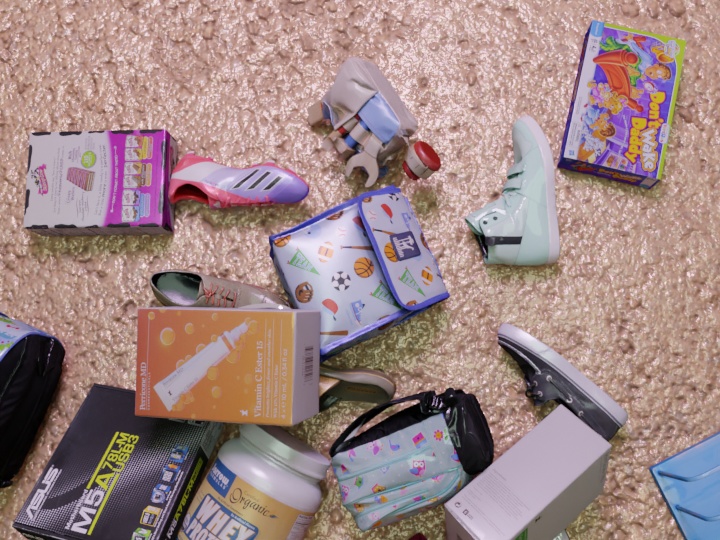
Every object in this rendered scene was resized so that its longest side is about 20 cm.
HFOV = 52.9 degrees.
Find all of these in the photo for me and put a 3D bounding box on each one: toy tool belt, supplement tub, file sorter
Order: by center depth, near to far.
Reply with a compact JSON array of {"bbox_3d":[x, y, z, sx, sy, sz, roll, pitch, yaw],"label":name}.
[{"bbox_3d":[0.471,0.306,0.862,0.137,0.123,0.203,-25,80,-1],"label":"file sorter"},{"bbox_3d":[-0.135,0.298,0.885,0.143,0.145,0.203,27,83,7],"label":"supplement tub"},{"bbox_3d":[0.012,-0.180,0.987,0.123,0.124,0.202,-41,75,28],"label":"toy tool belt"}]

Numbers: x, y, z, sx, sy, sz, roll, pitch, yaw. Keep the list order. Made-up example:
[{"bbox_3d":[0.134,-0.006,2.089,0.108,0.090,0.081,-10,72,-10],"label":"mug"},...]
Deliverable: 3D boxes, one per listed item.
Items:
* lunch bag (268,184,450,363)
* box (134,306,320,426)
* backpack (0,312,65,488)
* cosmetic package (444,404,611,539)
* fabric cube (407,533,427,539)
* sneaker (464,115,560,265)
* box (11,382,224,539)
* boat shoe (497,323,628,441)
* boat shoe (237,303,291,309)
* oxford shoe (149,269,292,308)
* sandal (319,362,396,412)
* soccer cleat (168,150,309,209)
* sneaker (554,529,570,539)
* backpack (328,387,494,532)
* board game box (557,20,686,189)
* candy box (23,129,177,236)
[{"bbox_3d":[0.000,0.000,0.943,0.197,0.124,0.173,-23,82,-12],"label":"lunch bag"},{"bbox_3d":[-0.153,0.107,0.850,0.195,0.097,0.128,0,88,15],"label":"box"},{"bbox_3d":[-0.485,0.152,0.912,0.144,0.183,0.203,23,77,6],"label":"backpack"},{"bbox_3d":[0.197,0.267,0.852,0.198,0.109,0.085,-33,47,-21],"label":"cosmetic package"},{"bbox_3d":[0.057,0.456,0.821,0.195,0.199,0.201,-39,80,-3],"label":"fabric cube"},{"bbox_3d":[0.196,-0.106,0.969,0.115,0.074,0.205,-5,82,-4],"label":"sneaker"},{"bbox_3d":[-0.291,0.247,0.890,0.189,0.048,0.202,8,51,16],"label":"box"},{"bbox_3d":[0.248,0.151,0.933,0.199,0.070,0.067,39,83,1],"label":"boat shoe"},{"bbox_3d":[-0.170,0.098,0.941,0.196,0.072,0.069,-18,46,14],"label":"boat shoe"},{"bbox_3d":[-0.189,0.043,0.966,0.195,0.075,0.072,10,80,3],"label":"oxford shoe"},{"bbox_3d":[-0.051,0.158,0.935,0.195,0.081,0.055,6,57,0],"label":"sandal"},{"bbox_3d":[-0.168,-0.110,0.993,0.196,0.067,0.078,12,62,10],"label":"soccer cleat"},{"bbox_3d":[0.233,0.400,0.879,0.083,0.075,0.203,-17,70,-17],"label":"sneaker"},{"bbox_3d":[0.060,0.229,0.883,0.197,0.167,0.129,-25,69,11],"label":"backpack"},{"bbox_3d":[0.360,-0.229,0.998,0.131,0.045,0.204,13,81,5],"label":"board game box"},{"bbox_3d":[-0.361,-0.121,1.012,0.195,0.061,0.140,0,81,3],"label":"candy box"}]
